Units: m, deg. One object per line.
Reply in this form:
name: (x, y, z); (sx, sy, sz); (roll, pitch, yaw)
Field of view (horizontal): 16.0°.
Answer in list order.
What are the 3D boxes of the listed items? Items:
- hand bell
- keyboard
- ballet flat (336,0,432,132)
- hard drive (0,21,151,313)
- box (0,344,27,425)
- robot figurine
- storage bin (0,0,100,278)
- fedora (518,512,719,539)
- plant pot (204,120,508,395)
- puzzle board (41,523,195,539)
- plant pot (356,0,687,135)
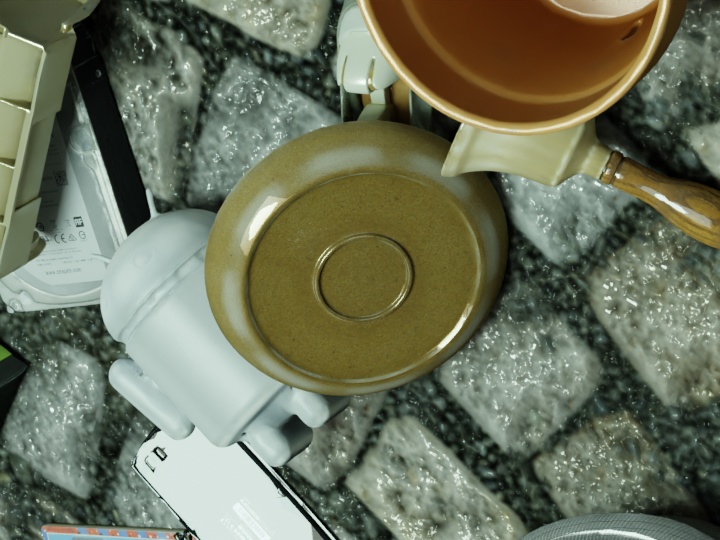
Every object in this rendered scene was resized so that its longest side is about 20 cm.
hand bell: (0.160, -0.060, 1.557); (0.199, 0.104, 0.104); (27, 126, 3)
keyboard: (-0.085, 0.190, 1.857); (0.104, 0.040, 0.200); (-43, 84, 8)
ballet flat: (0.013, -0.109, 1.625); (0.067, 0.064, 0.201); (11, 118, 28)
hard drive: (-0.224, -0.071, 1.816); (0.139, 0.038, 0.201); (-5, 109, 34)
box: (-0.367, 0.131, 1.935); (0.124, 0.148, 0.201); (37, 127, 13)
robot figurine: (-0.098, 0.040, 1.738); (0.170, 0.113, 0.200); (-44, 85, 15)
storage bin: (-0.287, -0.124, 1.748); (0.198, 0.094, 0.201); (29, 123, 19)
fedora: (0.184, 0.221, 1.659); (0.199, 0.090, 0.178); (-15, 106, 31)
plant pot: (0.000, 0.000, 1.633); (0.199, 0.028, 0.201); (-4, 120, -8)
puzzle board: (-0.150, 0.267, 1.947); (0.199, 0.017, 0.152); (-1, 112, 33)
plant pot: (0.111, -0.191, 1.464); (0.199, 0.140, 0.201); (10, 112, 26)
